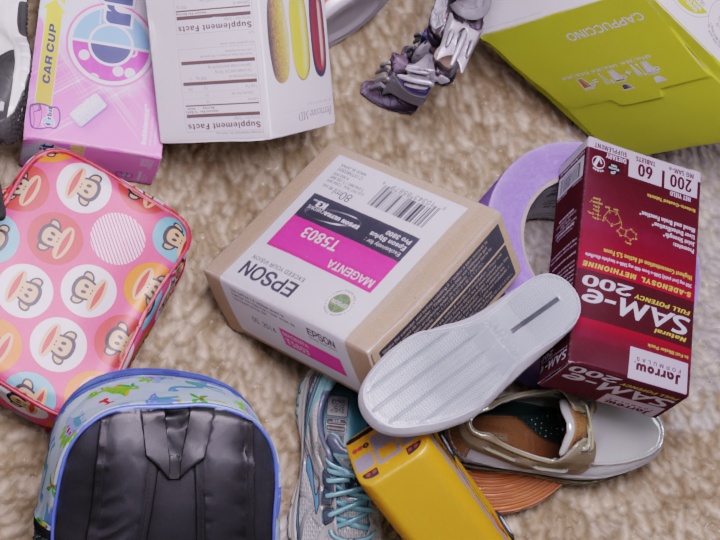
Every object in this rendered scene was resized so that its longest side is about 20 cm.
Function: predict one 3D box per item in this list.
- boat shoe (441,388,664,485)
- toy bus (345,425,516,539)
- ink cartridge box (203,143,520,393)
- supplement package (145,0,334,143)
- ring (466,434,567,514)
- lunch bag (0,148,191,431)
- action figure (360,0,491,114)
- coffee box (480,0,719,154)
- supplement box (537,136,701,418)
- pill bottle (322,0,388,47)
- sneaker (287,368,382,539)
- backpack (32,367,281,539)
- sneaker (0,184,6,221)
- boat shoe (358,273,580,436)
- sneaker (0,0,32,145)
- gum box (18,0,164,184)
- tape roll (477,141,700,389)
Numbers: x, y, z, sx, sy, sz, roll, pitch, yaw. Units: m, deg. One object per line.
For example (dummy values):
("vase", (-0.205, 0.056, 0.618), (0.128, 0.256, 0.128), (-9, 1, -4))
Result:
("boat shoe", (0.165, 0.136, 1.290), (0.197, 0.068, 0.076), (-2, 74, -16))
("toy bus", (0.065, 0.189, 1.208), (0.065, 0.079, 0.201), (-32, 124, 4))
("ink cartridge box", (0.000, 0.000, 1.248), (0.199, 0.076, 0.165), (24, 60, 40))
("supplement package", (-0.099, -0.210, 1.266), (0.108, 0.113, 0.203), (1, 102, 28))
("ring", (0.104, 0.107, 1.330), (0.198, 0.019, 0.203), (4, 72, -13))
("lunch bag", (-0.246, 0.010, 1.237), (0.175, 0.082, 0.201), (30, 70, -3))
("action figure", (0.064, -0.196, 1.312), (0.069, 0.200, 0.131), (32, 68, -2))
("coffee box", (0.257, -0.239, 1.343), (0.199, 0.199, 0.200), (36, 66, -29))
("supplement box", (0.209, 0.005, 1.257), (0.108, 0.061, 0.202), (15, 64, -14))
("pill bottle", (-0.066, -0.298, 1.359), (0.112, 0.112, 0.201), (-31, 83, -20))
("sneaker", (-0.017, 0.164, 1.245), (0.077, 0.086, 0.203), (-2, 74, -14))
("backpack", (-0.151, 0.175, 1.154), (0.180, 0.147, 0.203), (2, 105, -14))
("sneaker", (-0.319, -0.082, 1.206), (0.075, 0.200, 0.091), (-30, 117, -7))
("boat shoe", (0.080, 0.074, 1.162), (0.198, 0.067, 0.074), (-25, 73, -25))
("sneaker", (-0.307, -0.177, 1.258), (0.079, 0.074, 0.201), (5, 45, -22))
("gum box", (-0.216, -0.184, 1.309), (0.112, 0.066, 0.203), (8, 72, -13))
("tape roll", (0.182, -0.002, 1.332), (0.197, 0.085, 0.202), (8, 65, -18))
